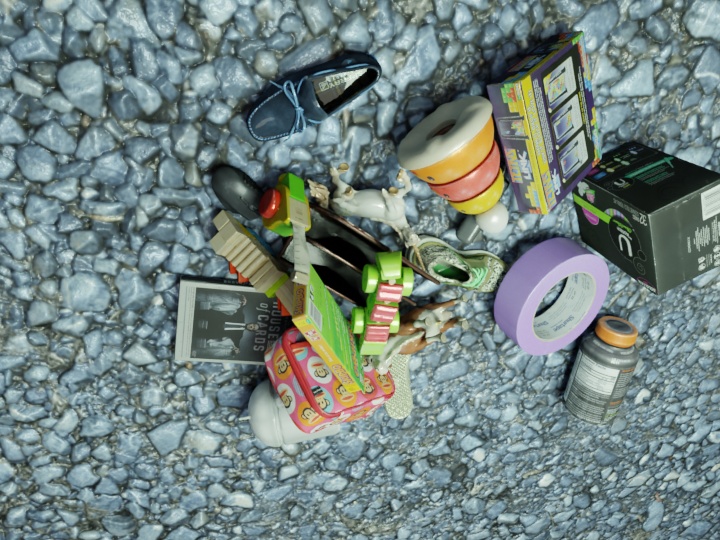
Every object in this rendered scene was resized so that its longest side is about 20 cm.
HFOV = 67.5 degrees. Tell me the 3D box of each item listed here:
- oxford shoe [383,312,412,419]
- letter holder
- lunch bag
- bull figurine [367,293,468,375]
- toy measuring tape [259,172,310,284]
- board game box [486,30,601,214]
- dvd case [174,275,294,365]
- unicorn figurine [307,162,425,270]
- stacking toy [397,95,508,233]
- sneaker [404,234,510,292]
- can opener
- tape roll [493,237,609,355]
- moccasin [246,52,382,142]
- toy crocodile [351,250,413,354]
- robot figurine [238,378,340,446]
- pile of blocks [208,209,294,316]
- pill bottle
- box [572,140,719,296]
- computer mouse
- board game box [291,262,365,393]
[{"bbox_3d":[0.057,0.165,0.965,0.074,0.058,0.202,-7,104,-2],"label":"oxford shoe"},{"bbox_3d":[0.000,0.000,0.795,0.199,0.142,0.101,31,89,-27],"label":"letter holder"},{"bbox_3d":[-0.051,0.152,0.852,0.082,0.177,0.199,-45,154,29],"label":"lunch bag"},{"bbox_3d":[0.095,0.098,0.870,0.121,0.200,0.066,-22,96,43],"label":"bull figurine"},{"bbox_3d":[-0.103,-0.053,0.740,0.073,0.201,0.074,-6,145,-4],"label":"toy measuring tape"},{"bbox_3d":[0.271,-0.209,0.775,0.165,0.057,0.201,-40,123,-25],"label":"board game box"},{"bbox_3d":[-0.195,0.086,0.880,0.198,0.025,0.151,6,116,-15],"label":"dvd case"},{"bbox_3d":[0.025,-0.094,0.796,0.199,0.138,0.074,23,68,7],"label":"unicorn figurine"},{"bbox_3d":[0.159,-0.130,0.772,0.146,0.146,0.200,-36,116,7],"label":"stacking toy"},{"bbox_3d":[0.171,0.007,0.886,0.198,0.089,0.077,13,114,-20],"label":"sneaker"},{"bbox_3d":[0.199,-0.141,0.847,0.067,0.053,0.201,33,109,8],"label":"can opener"},{"bbox_3d":[0.330,0.047,0.930,0.199,0.066,0.202,-14,125,-21],"label":"tape roll"},{"bbox_3d":[-0.065,-0.235,0.716,0.199,0.068,0.081,-31,120,5],"label":"moccasin"},{"bbox_3d":[0.029,0.051,0.749,0.067,0.062,0.201,5,130,-10],"label":"toy crocodile"},{"bbox_3d":[-0.106,0.235,0.927,0.198,0.114,0.170,-10,153,-9],"label":"robot figurine"},{"bbox_3d":[-0.153,-0.001,0.814,0.062,0.082,0.200,-41,103,10],"label":"pile of blocks"},{"bbox_3d":[0.468,0.190,1.040,0.105,0.106,0.202,0,117,-13],"label":"pill bottle"},{"bbox_3d":[0.439,-0.089,0.834,0.124,0.200,0.149,-25,120,0],"label":"box"},{"bbox_3d":[-0.141,-0.076,0.802,0.059,0.034,0.200,-42,119,9],"label":"computer mouse"},{"bbox_3d":[-0.040,0.088,0.758,0.030,0.096,0.200,-19,133,16],"label":"board game box"}]
